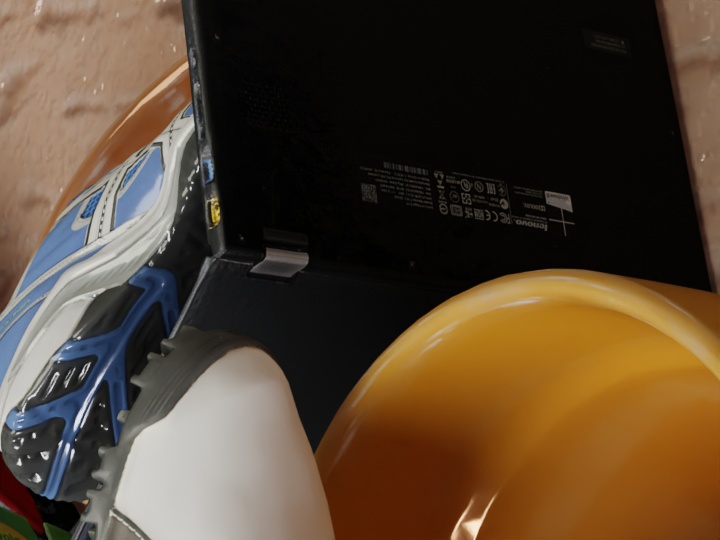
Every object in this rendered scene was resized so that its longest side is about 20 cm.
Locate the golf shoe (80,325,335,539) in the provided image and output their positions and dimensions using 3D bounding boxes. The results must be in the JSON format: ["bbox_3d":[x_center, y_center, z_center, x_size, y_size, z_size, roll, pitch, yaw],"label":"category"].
[{"bbox_3d":[-0.010,0.110,0.570,0.094,0.078,0.202,-10,77,34],"label":"golf shoe"}]

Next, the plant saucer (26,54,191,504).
[{"bbox_3d":[-0.038,-0.002,0.885,0.199,0.037,0.201,-25,46,28],"label":"plant saucer"}]

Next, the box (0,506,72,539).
[{"bbox_3d":[-0.099,0.169,0.822,0.048,0.117,0.201,-33,47,27],"label":"box"}]

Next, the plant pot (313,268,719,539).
[{"bbox_3d":[0.105,0.109,0.617,0.200,0.182,0.202,-12,74,51],"label":"plant pot"}]

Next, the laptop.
[{"bbox_3d":[0.000,0.000,0.771,0.116,0.186,0.201,-29,61,45],"label":"laptop"}]

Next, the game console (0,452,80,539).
[{"bbox_3d":[-0.209,0.073,1.088,0.200,0.118,0.173,52,123,44],"label":"game console"}]

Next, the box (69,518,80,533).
[{"bbox_3d":[-0.071,0.181,0.908,0.161,0.044,0.200,-52,43,6],"label":"box"}]

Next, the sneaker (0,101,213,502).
[{"bbox_3d":[-0.054,-0.022,0.827,0.200,0.076,0.077,-45,38,-1],"label":"sneaker"}]
